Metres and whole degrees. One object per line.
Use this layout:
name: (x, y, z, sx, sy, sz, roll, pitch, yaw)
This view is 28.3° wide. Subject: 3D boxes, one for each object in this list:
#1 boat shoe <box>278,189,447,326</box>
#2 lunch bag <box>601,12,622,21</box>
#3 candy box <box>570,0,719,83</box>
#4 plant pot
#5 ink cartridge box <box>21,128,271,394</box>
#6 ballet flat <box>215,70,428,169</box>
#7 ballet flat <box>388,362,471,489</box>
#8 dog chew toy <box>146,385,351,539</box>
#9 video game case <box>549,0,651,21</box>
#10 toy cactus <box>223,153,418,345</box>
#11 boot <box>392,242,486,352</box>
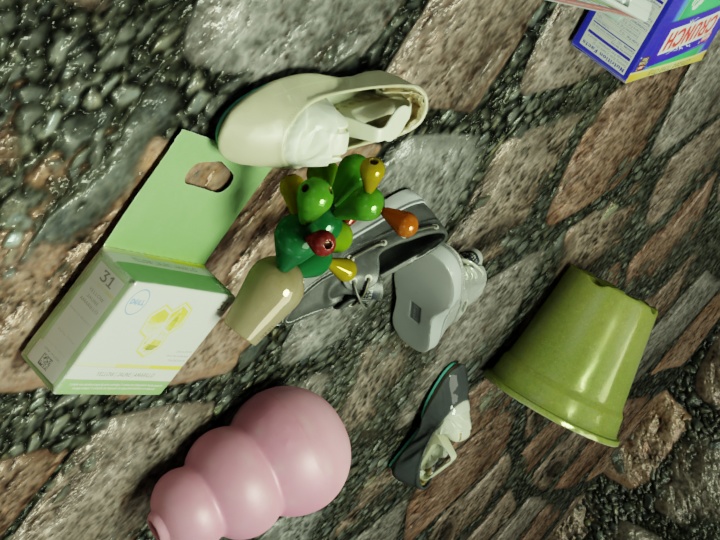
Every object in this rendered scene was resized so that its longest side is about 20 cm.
boat shoe: (0.000, 0.000, 1.273, 0.200, 0.066, 0.070, -33, 154, -35)
lunch bag: (0.229, -0.300, 1.103, 0.161, 0.077, 0.200, -60, 180, -36)
candy box: (0.311, -0.289, 1.365, 0.169, 0.077, 0.201, -23, 149, -48)
plant pot: (0.292, 0.102, 1.877, 0.185, 0.200, 0.200, -62, 157, 6)
ink cartridge box: (-0.139, 0.002, 1.039, 0.200, 0.048, 0.145, -51, 159, 11)
ballet flat: (-0.019, -0.110, 1.049, 0.199, 0.069, 0.070, -23, 148, -48)
ballet flat: (0.103, 0.206, 1.823, 0.073, 0.073, 0.201, -21, 146, -49)
dog chew toy: (-0.108, 0.193, 1.334, 0.199, 0.125, 0.125, -29, 152, -25)
video game case: (0.115, -0.216, 1.031, 0.200, 0.142, 0.018, 0, 106, -62)
toy cactus: (-0.036, -0.013, 1.093, 0.165, 0.102, 0.200, -53, -177, -3)
boot: (0.087, 0.004, 1.462, 0.096, 0.073, 0.200, -45, 168, -23)
